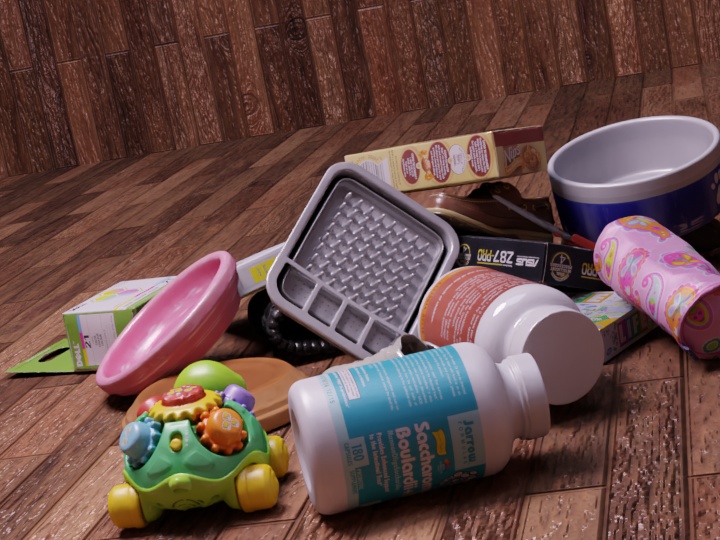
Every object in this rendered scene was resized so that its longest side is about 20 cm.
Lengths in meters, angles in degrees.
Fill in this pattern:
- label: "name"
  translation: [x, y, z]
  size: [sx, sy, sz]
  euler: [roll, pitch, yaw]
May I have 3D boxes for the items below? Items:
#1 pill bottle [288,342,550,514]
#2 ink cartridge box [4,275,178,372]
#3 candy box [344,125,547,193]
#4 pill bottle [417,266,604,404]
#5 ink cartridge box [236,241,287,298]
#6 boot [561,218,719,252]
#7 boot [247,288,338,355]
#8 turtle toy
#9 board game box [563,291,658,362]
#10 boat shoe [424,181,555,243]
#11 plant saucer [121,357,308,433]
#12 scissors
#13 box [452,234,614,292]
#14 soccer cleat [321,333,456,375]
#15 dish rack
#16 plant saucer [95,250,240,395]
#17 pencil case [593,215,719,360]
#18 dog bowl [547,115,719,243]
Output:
- label: "pill bottle"
  translation: [0.048, 0.122, 1.300]
  size: [0.199, 0.111, 0.111]
  euler: [-13, 12, -8]
- label: "ink cartridge box"
  translation: [-0.318, 0.066, 1.953]
  size: [0.199, 0.076, 0.148]
  euler: [-4, 14, 22]
- label: "candy box"
  translation: [0.096, -0.121, 1.822]
  size: [0.199, 0.056, 0.115]
  euler: [-6, 4, 35]
- label: "pill bottle"
  translation: [0.139, 0.062, 1.489]
  size: [0.112, 0.113, 0.200]
  euler: [-15, 13, -19]
- label: "ink cartridge box"
  translation: [-0.087, -0.015, 1.917]
  size: [0.199, 0.047, 0.198]
  euler: [-23, 1, -18]
- label: "boot"
  translation: [0.323, -0.025, 1.888]
  size: [0.199, 0.075, 0.097]
  euler: [4, 40, 35]
- label: "boot"
  translation: [-0.021, 0.033, 1.828]
  size: [0.210, 0.080, 0.158]
  euler: [-25, 9, -14]
- label: "turtle toy"
  translation: [-0.139, 0.143, 1.387]
  size: [0.145, 0.102, 0.200]
  euler: [-9, 12, 7]
- label: "board game box"
  translation: [0.191, 0.056, 1.654]
  size: [0.199, 0.034, 0.134]
  euler: [-2, 15, 37]
- label: "boat shoe"
  translation: [0.146, -0.069, 1.826]
  size: [0.200, 0.068, 0.072]
  euler: [11, -5, -43]
- label: "plant saucer"
  translation: [-0.143, 0.128, 1.615]
  size: [0.199, 0.038, 0.200]
  euler: [-10, 12, 2]
- label: "scissors"
  translation: [0.228, -0.036, 1.810]
  size: [0.199, 0.014, 0.073]
  euler: [23, -10, -7]
- label: "box"
  translation: [0.193, -0.006, 1.771]
  size: [0.161, 0.049, 0.200]
  euler: [7, 0, -36]
- label: "soccer cleat"
  translation: [0.034, 0.095, 1.512]
  size: [0.069, 0.078, 0.200]
  euler: [-21, 15, -39]
- label: "dish rack"
  translation: [0.000, 0.000, 1.707]
  size: [0.200, 0.171, 0.044]
  euler: [-62, 7, -30]
- label: "plant saucer"
  translation: [-0.201, 0.066, 1.752]
  size: [0.200, 0.051, 0.201]
  euler: [-40, 16, 14]
- label: "pencil case"
  translation: [0.298, 0.016, 1.546]
  size: [0.087, 0.088, 0.200]
  euler: [-14, 26, -14]
- label: "dog bowl"
  translation: [0.320, -0.104, 1.861]
  size: [0.199, 0.079, 0.200]
  euler: [-13, 23, 6]
